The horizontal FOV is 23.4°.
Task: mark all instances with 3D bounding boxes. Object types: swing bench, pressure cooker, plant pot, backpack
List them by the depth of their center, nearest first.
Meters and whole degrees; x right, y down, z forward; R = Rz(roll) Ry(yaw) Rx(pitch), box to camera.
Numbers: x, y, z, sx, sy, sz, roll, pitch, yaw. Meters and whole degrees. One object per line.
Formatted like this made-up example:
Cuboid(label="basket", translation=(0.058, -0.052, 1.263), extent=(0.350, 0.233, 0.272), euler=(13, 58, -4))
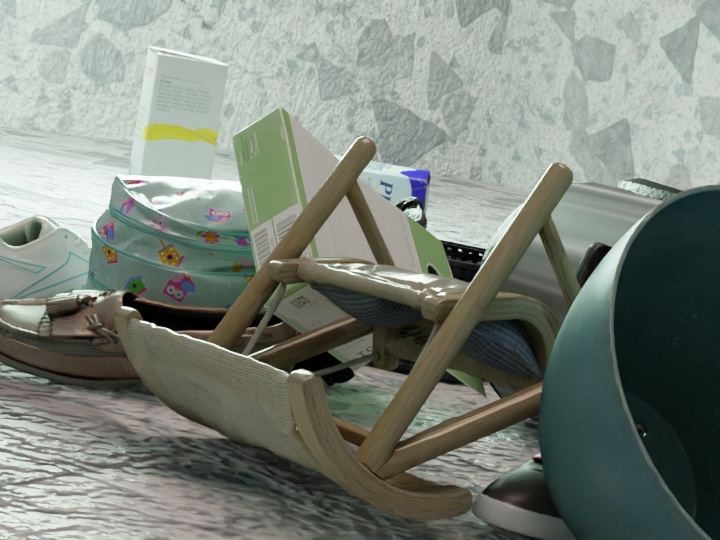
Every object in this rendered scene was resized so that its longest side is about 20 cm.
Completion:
Cuboid(label="plant pot", translation=(0.163, 0.079, 0.839), extent=(0.198, 0.202, 0.135), euler=(6, -27, -29))
Cuboid(label="swing bench", translation=(0.006, 0.038, 0.942), extent=(0.199, 0.131, 0.198), euler=(-38, 28, -23))
Cuboid(label="pressure cooker", translation=(0.192, 0.039, 1.148), extent=(0.174, 0.181, 0.199), euler=(-20, 21, -28))
Cuboid(label="backpack", translation=(-0.099, 0.003, 1.218), extent=(0.198, 0.128, 0.166), euler=(3, 12, -36))

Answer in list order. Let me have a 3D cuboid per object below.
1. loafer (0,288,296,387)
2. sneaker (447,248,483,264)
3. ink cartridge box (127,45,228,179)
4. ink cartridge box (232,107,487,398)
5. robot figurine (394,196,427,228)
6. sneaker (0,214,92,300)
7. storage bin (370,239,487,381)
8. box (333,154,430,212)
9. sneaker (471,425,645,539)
Cuboid(label="loafer", translation=(-0.136, 0.036, 1.095), extent=(0.197, 0.063, 0.072), euler=(10, 31, -3))
Cuboid(label="sneaker", translation=(0.127, 0.015, 1.643), extent=(0.144, 0.078, 0.202), euler=(8, 5, 9))
Cuboid(label="ink cartridge box", translation=(-0.207, -0.141, 1.928), extent=(0.082, 0.203, 0.145), euler=(8, 7, -12))
Cuboid(label="ink cartridge box", translation=(0.000, 0.000, 1.153), extent=(0.048, 0.147, 0.200), euler=(-30, -41, 19))
Cuboid(label="robot figurine", translation=(-0.016, -0.019, 1.613), extent=(0.144, 0.059, 0.199), euler=(-37, 24, -19))
Cuboid(label="sneaker", translation=(-0.211, 0.004, 1.260), extent=(0.199, 0.081, 0.070), euler=(6, 6, -40))
Cuboid(label="storage bin", translation=(0.019, 0.019, 1.394), extent=(0.198, 0.095, 0.135), euler=(12, 7, 17))
Cuboid(label="box", translation=(-0.018, -0.082, 2.120), extent=(0.197, 0.106, 0.184), euler=(10, 7, 2))
Cuboid(label="sneaker", translation=(0.133, 0.090, 0.947), extent=(0.070, 0.100, 0.199), euler=(18, 12, 41))
